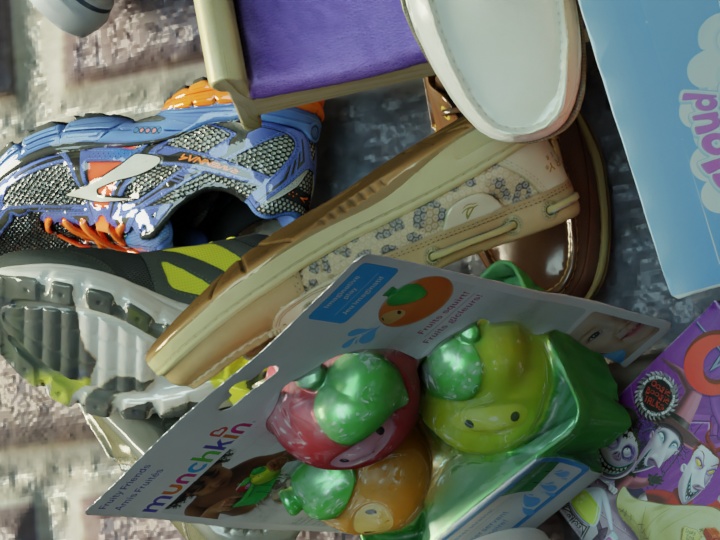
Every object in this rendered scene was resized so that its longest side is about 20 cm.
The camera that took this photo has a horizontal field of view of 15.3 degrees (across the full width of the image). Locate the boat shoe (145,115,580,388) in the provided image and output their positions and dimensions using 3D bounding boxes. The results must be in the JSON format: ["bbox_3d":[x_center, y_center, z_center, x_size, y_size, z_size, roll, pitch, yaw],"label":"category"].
[{"bbox_3d":[0.000,0.000,1.154,0.199,0.073,0.063,-32,98,4],"label":"boat shoe"}]

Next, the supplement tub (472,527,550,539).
[{"bbox_3d":[0.076,0.226,1.131,0.132,0.132,0.201,-40,66,19],"label":"supplement tub"}]

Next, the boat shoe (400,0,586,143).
[{"bbox_3d":[0.042,-0.145,1.074,0.074,0.068,0.201,-17,97,5],"label":"boat shoe"}]

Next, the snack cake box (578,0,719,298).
[{"bbox_3d":[0.124,-0.106,1.052,0.067,0.115,0.201,-16,109,10],"label":"snack cake box"}]

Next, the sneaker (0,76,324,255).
[{"bbox_3d":[-0.106,-0.035,1.291,0.199,0.075,0.079,-18,66,27],"label":"sneaker"}]

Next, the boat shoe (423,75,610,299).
[{"bbox_3d":[0.059,-0.076,1.213,0.072,0.067,0.201,-19,75,26],"label":"boat shoe"}]

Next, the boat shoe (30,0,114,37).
[{"bbox_3d":[-0.161,-0.216,1.347,0.067,0.073,0.201,-34,68,24],"label":"boat shoe"}]

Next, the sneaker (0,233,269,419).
[{"bbox_3d":[-0.077,0.022,1.239,0.199,0.085,0.075,12,127,-5],"label":"sneaker"}]

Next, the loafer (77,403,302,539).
[{"bbox_3d":[-0.094,0.078,1.272,0.200,0.075,0.070,54,151,38],"label":"loafer"}]

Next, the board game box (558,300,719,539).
[{"bbox_3d":[0.176,0.126,1.146,0.120,0.032,0.200,-45,65,15],"label":"board game box"}]

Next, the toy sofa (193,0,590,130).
[{"bbox_3d":[0.027,-0.131,1.143,0.199,0.098,0.083,-12,72,3],"label":"toy sofa"}]

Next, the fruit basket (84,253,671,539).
[{"bbox_3d":[0.013,0.066,1.126,0.185,0.199,0.094,-42,62,29],"label":"fruit basket"}]
